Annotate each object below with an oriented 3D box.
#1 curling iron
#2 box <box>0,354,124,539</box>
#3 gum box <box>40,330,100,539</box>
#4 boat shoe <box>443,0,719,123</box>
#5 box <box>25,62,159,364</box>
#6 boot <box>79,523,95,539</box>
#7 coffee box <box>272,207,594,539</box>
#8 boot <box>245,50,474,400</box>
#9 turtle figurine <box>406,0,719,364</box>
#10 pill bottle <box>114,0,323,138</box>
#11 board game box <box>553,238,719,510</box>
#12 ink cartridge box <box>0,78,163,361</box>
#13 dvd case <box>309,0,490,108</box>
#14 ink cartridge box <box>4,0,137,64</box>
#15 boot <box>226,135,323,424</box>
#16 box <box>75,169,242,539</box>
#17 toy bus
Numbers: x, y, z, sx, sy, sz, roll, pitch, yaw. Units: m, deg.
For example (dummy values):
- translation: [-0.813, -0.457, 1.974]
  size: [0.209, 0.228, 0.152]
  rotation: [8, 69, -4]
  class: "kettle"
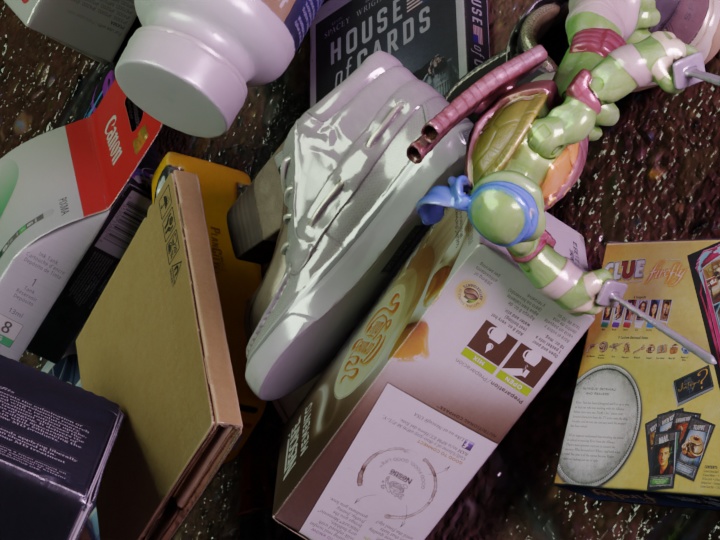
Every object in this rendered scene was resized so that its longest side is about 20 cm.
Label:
- translation: [-0.060, 0.141, 1.659]
  size: [0.050, 0.025, 0.202]
  rotation: [-34, 46, 53]
  class: "curling iron"
- translation: [-0.232, 0.168, 1.546]
  size: [0.197, 0.123, 0.201]
  rotation: [-80, 14, -79]
  class: "box"
- translation: [-0.176, 0.121, 1.812]
  size: [0.200, 0.044, 0.170]
  rotation: [-52, 38, 21]
  class: "gum box"
- translation: [0.113, -0.122, 1.522]
  size: [0.199, 0.065, 0.072]
  rotation: [-20, 54, 41]
  class: "boat shoe"
- translation: [-0.191, -0.043, 1.886]
  size: [0.143, 0.036, 0.200]
  rotation: [-54, 24, 20]
  class: "box"
- translation: [-0.186, 0.230, 1.688]
  size: [0.075, 0.097, 0.200]
  rotation: [-49, 59, 22]
  class: "boot"
- translation: [0.038, 0.059, 1.496]
  size: [0.201, 0.079, 0.115]
  rotation: [-54, 12, 20]
  class: "coffee box"
- translation: [-0.018, -0.027, 1.546]
  size: [0.096, 0.073, 0.200]
  rotation: [45, 103, 23]
  class: "boot"
- translation: [0.134, -0.055, 1.386]
  size: [0.198, 0.145, 0.194]
  rotation: [-6, 31, 16]
  class: "turtle figurine"
- translation: [-0.076, -0.190, 1.738]
  size: [0.111, 0.111, 0.201]
  rotation: [-3, 54, 53]
  class: "pill bottle"
- translation: [0.188, 0.052, 1.367]
  size: [0.199, 0.034, 0.137]
  rotation: [0, 73, 54]
  class: "board game box"
- translation: [-0.208, -0.055, 1.830]
  size: [0.201, 0.050, 0.161]
  rotation: [-58, 22, 17]
  class: "ink cartridge box"
- translation: [0.024, -0.105, 1.678]
  size: [0.150, 0.025, 0.201]
  rotation: [-30, 51, 41]
  class: "dvd case"
- translation: [-0.193, -0.275, 2.005]
  size: [0.201, 0.083, 0.145]
  rotation: [-60, 36, 12]
  class: "ink cartridge box"
- translation: [0.000, 0.000, 1.599]
  size: [0.146, 0.070, 0.201]
  rotation: [-29, 77, 31]
  class: "boot"
- translation: [-0.124, 0.066, 1.625]
  size: [0.164, 0.021, 0.201]
  rotation: [-57, 33, 38]
  class: "box"
- translation: [-0.102, 0.019, 1.716]
  size: [0.201, 0.065, 0.079]
  rotation: [-99, 30, -44]
  class: "toy bus"
